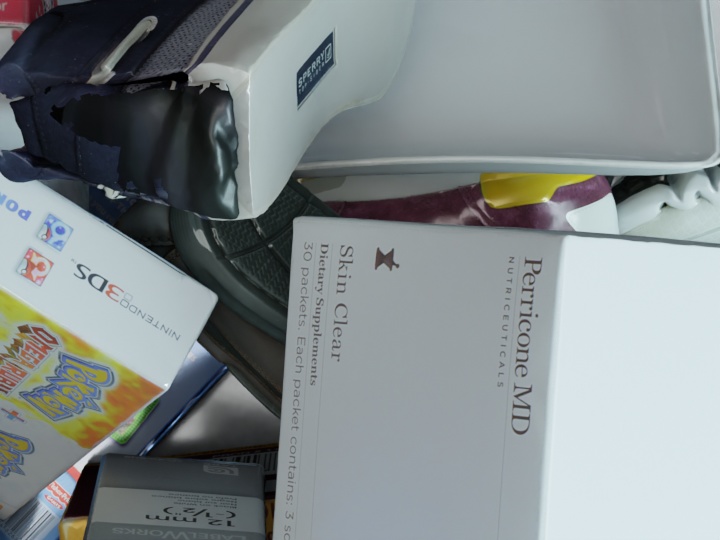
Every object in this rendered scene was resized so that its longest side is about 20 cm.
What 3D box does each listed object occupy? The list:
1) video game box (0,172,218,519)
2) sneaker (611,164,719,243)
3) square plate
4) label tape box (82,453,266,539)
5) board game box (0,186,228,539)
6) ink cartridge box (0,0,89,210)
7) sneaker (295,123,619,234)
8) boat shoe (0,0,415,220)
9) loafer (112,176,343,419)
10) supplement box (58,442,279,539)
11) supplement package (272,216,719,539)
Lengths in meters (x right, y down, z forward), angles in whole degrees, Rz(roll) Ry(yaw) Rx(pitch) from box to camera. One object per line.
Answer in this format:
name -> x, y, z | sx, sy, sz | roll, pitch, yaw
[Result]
video game box -> -0.165, 0.005, 0.849 | 0.182, 0.200, 0.047 | 31, 62, -12
sneaker -> 0.192, -0.023, 0.937 | 0.199, 0.075, 0.081 | -9, 105, 8
square plate -> 0.032, -0.101, 0.914 | 0.199, 0.028, 0.199 | -1, 48, 5
label tape box -> -0.065, 0.153, 0.785 | 0.066, 0.200, 0.144 | 5, 99, -5
board game box -> -0.116, -0.002, 0.974 | 0.151, 0.037, 0.200 | 44, 95, 1
ink cartridge box -> -0.147, -0.130, 0.881 | 0.085, 0.148, 0.201 | -3, 63, 2
sneaker -> 0.000, 0.000, 0.917 | 0.199, 0.075, 0.090 | -11, 99, 3
boat shoe -> -0.049, -0.080, 0.808 | 0.092, 0.200, 0.075 | 8, 114, 17
loafer -> -0.007, 0.033, 0.873 | 0.063, 0.072, 0.200 | -19, 126, 43
supplement box -> -0.046, 0.174, 0.934 | 0.110, 0.086, 0.201 | -7, 100, 2
supplement package -> 0.060, 0.087, 0.791 | 0.111, 0.156, 0.201 | 3, 90, 39
